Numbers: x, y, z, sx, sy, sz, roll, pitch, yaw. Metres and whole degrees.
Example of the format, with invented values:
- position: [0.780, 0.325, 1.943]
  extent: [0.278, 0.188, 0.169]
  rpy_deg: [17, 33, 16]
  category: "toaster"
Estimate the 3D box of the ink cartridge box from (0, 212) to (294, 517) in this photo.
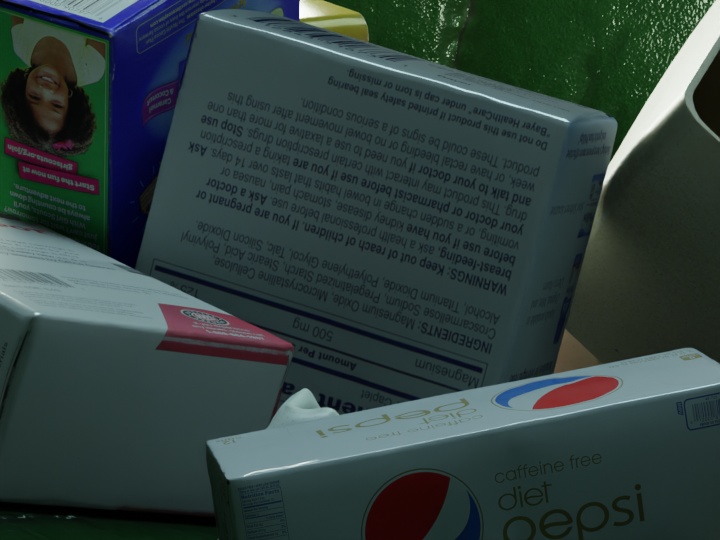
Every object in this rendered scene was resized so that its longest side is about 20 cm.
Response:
- position: [-0.150, 0.033, 1.277]
  extent: [0.145, 0.085, 0.200]
  rpy_deg: [9, 12, -43]
  category: "ink cartridge box"

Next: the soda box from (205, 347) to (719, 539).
- position: [0.046, 0.081, 1.119]
  extent: [0.199, 0.064, 0.068]
  rpy_deg: [-10, 11, -9]
  category: "soda box"

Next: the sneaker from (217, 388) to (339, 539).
- position: [0.044, 0.102, 1.197]
  extent: [0.199, 0.081, 0.070]
  rpy_deg: [14, 5, -25]
  category: "sneaker"

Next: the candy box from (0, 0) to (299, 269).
- position: [-0.102, -0.063, 1.446]
  extent: [0.077, 0.201, 0.169]
  rpy_deg: [17, 32, 26]
  category: "candy box"

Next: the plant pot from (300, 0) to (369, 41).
- position: [-0.126, -0.063, 1.691]
  extent: [0.175, 0.201, 0.200]
  rpy_deg: [-2, 15, -29]
  category: "plant pot"

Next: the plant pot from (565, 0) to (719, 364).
- position: [0.205, -0.023, 1.473]
  extent: [0.200, 0.177, 0.200]
  rpy_deg: [43, 44, -7]
  category: "plant pot"

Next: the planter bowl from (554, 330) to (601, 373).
- position: [0.178, 0.025, 1.661]
  extent: [0.199, 0.136, 0.200]
  rpy_deg: [7, -6, 1]
  category: "planter bowl"

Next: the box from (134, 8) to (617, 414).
- position: [0.000, 0.000, 1.381]
  extent: [0.183, 0.201, 0.105]
  rpy_deg: [17, 8, 15]
  category: "box"
